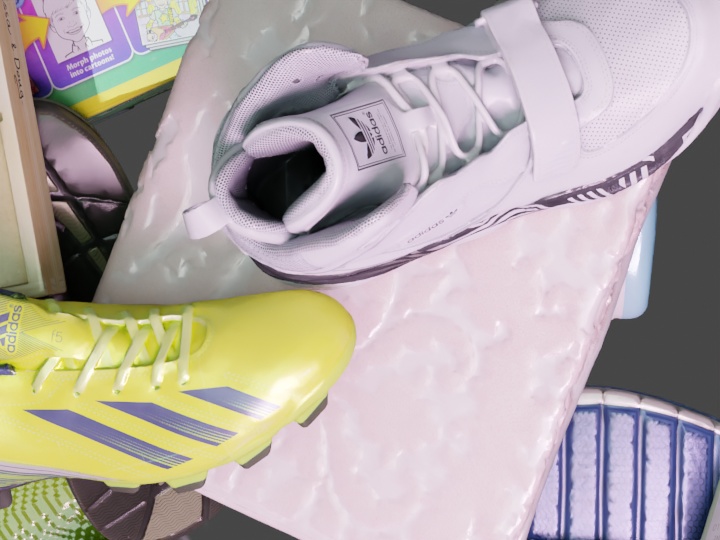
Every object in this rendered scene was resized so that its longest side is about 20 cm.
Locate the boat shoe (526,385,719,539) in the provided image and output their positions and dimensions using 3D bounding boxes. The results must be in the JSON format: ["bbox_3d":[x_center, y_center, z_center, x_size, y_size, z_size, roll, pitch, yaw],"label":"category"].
[{"bbox_3d":[0.063,0.073,0.948,0.199,0.072,0.073,6,97,4],"label":"boat shoe"}]

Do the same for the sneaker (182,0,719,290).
[{"bbox_3d":[0.034,-0.049,0.809,0.199,0.115,0.075,-25,83,16],"label":"sneaker"}]

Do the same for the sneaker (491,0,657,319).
[{"bbox_3d":[0.049,-0.081,0.930,0.130,0.080,0.201,0,96,8],"label":"sneaker"}]

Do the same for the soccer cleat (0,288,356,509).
[{"bbox_3d":[-0.100,0.036,0.864,0.199,0.065,0.084,-13,129,19],"label":"soccer cleat"}]

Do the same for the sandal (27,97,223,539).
[{"bbox_3d":[-0.100,0.019,0.971,0.079,0.057,0.202,-21,111,-6],"label":"sandal"}]

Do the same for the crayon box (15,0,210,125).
[{"bbox_3d":[-0.095,-0.128,0.958,0.199,0.058,0.119,-22,93,12],"label":"crayon box"}]

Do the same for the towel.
[{"bbox_3d":[0.000,0.000,0.896,0.190,0.032,0.201,23,96,16],"label":"towel"}]

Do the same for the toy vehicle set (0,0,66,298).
[{"bbox_3d":[-0.189,-0.078,0.907,0.124,0.027,0.201,-9,92,12],"label":"toy vehicle set"}]

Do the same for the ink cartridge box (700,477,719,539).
[{"bbox_3d":[0.185,0.153,0.890,0.145,0.048,0.201,25,75,-17],"label":"ink cartridge box"}]
